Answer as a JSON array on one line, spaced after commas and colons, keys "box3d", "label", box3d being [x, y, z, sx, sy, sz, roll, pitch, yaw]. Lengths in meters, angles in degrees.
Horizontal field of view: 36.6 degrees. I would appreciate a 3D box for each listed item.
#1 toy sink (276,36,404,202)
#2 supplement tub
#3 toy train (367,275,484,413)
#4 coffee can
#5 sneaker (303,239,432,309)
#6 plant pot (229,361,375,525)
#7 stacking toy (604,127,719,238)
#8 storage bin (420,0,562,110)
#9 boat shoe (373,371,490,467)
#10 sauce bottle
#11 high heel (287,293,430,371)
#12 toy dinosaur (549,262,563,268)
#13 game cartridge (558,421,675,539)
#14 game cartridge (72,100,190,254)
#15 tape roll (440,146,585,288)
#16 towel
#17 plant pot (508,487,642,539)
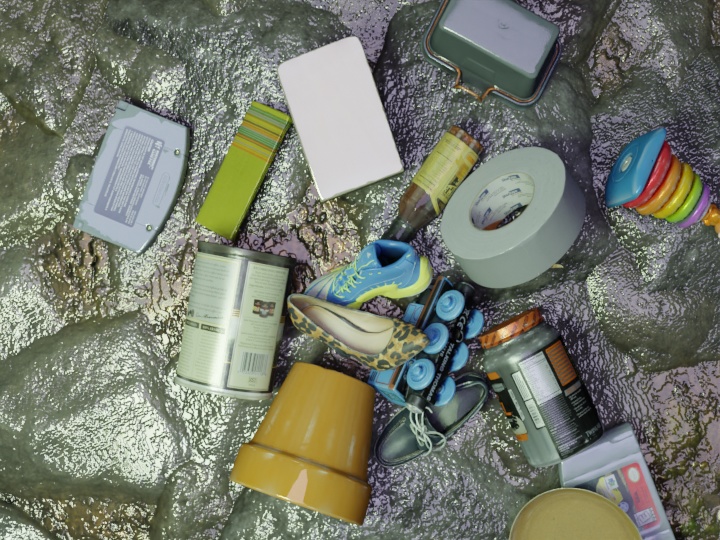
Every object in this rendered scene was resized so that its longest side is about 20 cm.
[{"box3d": [-0.029, -0.215, 1.568, 0.128, 0.112, 0.203, -20, 93, 2], "label": "toy sink"}, {"box3d": [0.252, 0.164, 1.545, 0.121, 0.123, 0.203, -25, 88, 2], "label": "supplement tub"}, {"box3d": [0.095, 0.104, 1.552, 0.113, 0.087, 0.203, 9, 68, 43], "label": "toy train"}, {"box3d": [-0.178, 0.070, 1.551, 0.143, 0.146, 0.204, 10, 90, 2], "label": "coffee can"}, {"box3d": [0.000, 0.000, 1.552, 0.196, 0.105, 0.077, -16, 54, 10], "label": "sneaker"}, {"box3d": [-0.063, 0.236, 1.528, 0.197, 0.200, 0.186, 18, 78, 2], "label": "plant pot"}, {"box3d": [0.461, -0.106, 1.561, 0.198, 0.110, 0.118, 28, 78, -9], "label": "stacking toy"}, {"box3d": [0.186, -0.323, 1.550, 0.198, 0.134, 0.147, 29, 90, 3], "label": "storage bin"}, {"box3d": [0.104, 0.221, 1.579, 0.198, 0.062, 0.076, -31, 90, 2], "label": "boat shoe"}, {"box3d": [0.100, -0.114, 1.586, 0.066, 0.066, 0.201, 35, 93, 2], "label": "sauce bottle"}, {"box3d": [-0.008, 0.075, 1.504, 0.142, 0.198, 0.072, 41, 60, -34], "label": "high heel"}, {"box3d": [0.245, -0.044, 1.546, 0.059, 0.107, 0.202, 5, 47, 0], "label": "toy dinosaur"}, {"box3d": [0.366, 0.338, 1.579, 0.131, 0.041, 0.203, -22, 90, 6], "label": "game cartridge"}, {"box3d": [-0.332, -0.134, 1.616, 0.131, 0.042, 0.203, 21, 90, -2], "label": "game cartridge"}, {"box3d": [0.210, -0.076, 1.513, 0.200, 0.201, 0.066, -42, 123, 1], "label": "tape roll"}, {"box3d": [-0.172, -0.148, 1.604, 0.085, 0.018, 0.203, 27, 91, 36], "label": "towel"}, {"box3d": [0.310, 0.403, 1.557, 0.196, 0.027, 0.204, 5, 102, 20], "label": "plant pot"}]
